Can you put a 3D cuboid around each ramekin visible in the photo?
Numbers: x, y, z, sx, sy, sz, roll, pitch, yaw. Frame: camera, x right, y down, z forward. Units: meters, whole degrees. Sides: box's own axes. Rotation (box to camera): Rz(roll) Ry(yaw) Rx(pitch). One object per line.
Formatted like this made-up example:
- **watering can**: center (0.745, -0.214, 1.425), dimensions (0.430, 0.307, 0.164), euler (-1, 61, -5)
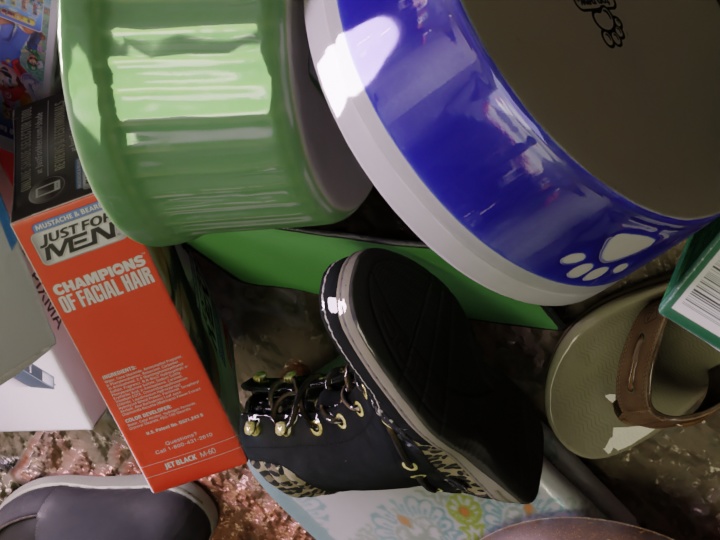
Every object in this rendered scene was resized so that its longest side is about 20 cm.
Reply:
- **ramekin**: center (-0.051, -0.111, 0.837), dimensions (0.097, 0.201, 0.201), euler (1, 128, 17)

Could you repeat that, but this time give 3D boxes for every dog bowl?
- **dog bowl**: center (0.075, -0.092, 0.780), dimensions (0.200, 0.201, 0.079), euler (46, 130, -14)

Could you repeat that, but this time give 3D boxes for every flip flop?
- **flip flop**: center (0.168, 0.045, 0.944), dimensions (0.081, 0.058, 0.199), euler (45, 131, -16)

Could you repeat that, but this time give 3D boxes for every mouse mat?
- **mouse mat**: center (0.000, 0.000, 0.961), dimensions (0.198, 0.008, 0.161), euler (9, 168, 19)

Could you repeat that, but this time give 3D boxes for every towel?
- **towel**: center (0.045, 0.127, 1.087), dimensions (0.200, 0.048, 0.171), euler (44, 130, -11)

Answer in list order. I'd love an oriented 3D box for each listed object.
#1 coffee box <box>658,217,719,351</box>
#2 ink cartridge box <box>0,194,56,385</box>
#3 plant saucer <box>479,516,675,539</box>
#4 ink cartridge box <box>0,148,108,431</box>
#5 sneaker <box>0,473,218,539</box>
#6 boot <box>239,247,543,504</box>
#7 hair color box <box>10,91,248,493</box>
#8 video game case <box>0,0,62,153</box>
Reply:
- **coffee box**: center (0.206, -0.065, 0.790), dimensions (0.044, 0.123, 0.201), euler (32, 133, 0)
- **ink cartridge box**: center (-0.263, -0.029, 0.978), dimensions (0.199, 0.086, 0.147), euler (27, 140, 47)
- **plant saucer**: center (0.140, 0.223, 1.071), dimensions (0.198, 0.032, 0.201), euler (12, 133, 13)
- **ink cartridge box**: center (-0.195, 0.006, 1.109), dimensions (0.175, 0.045, 0.201), euler (-5, 123, 31)
- **sneaker**: center (-0.196, 0.195, 1.222), dimensions (0.199, 0.107, 0.075), euler (-16, 119, 36)
- **boot**: center (-0.008, 0.065, 0.956), dimensions (0.153, 0.074, 0.204), euler (-5, 146, 31)
- **hair color box**: center (-0.124, 0.010, 1.010), dimensions (0.063, 0.111, 0.201), euler (-19, 127, 5)
- **video game case**: center (-0.219, -0.166, 0.982), dimensions (0.142, 0.018, 0.201), euler (21, 127, 10)
